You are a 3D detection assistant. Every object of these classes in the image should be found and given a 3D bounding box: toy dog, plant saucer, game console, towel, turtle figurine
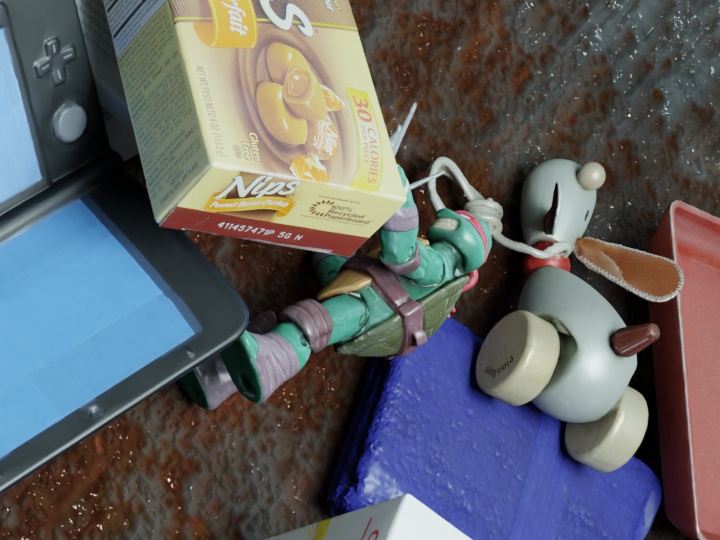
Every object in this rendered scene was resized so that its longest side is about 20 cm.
[{"bbox_3d":[0.123,0.006,1.541,0.131,0.096,0.201,16,50,-43],"label":"toy dog"},{"bbox_3d":[0.228,0.078,1.652,0.200,0.037,0.201,19,62,-50],"label":"plant saucer"},{"bbox_3d":[-0.169,-0.016,1.294,0.200,0.118,0.172,-33,130,-31],"label":"game console"},{"bbox_3d":[0.073,0.123,1.527,0.200,0.049,0.148,38,47,-23],"label":"towel"},{"bbox_3d":[0.000,0.000,1.439,0.200,0.150,0.101,-34,82,-27],"label":"turtle figurine"}]

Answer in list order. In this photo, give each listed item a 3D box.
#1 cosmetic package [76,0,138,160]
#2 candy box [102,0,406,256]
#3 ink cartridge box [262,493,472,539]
[{"bbox_3d":[-0.115,-0.160,1.449,0.101,0.071,0.201,41,54,-21],"label":"cosmetic package"},{"bbox_3d":[-0.059,-0.109,1.358,0.115,0.055,0.201,10,51,-37],"label":"candy box"},{"bbox_3d":[-0.007,0.179,1.334,0.067,0.200,0.117,37,54,-24],"label":"ink cartridge box"}]
